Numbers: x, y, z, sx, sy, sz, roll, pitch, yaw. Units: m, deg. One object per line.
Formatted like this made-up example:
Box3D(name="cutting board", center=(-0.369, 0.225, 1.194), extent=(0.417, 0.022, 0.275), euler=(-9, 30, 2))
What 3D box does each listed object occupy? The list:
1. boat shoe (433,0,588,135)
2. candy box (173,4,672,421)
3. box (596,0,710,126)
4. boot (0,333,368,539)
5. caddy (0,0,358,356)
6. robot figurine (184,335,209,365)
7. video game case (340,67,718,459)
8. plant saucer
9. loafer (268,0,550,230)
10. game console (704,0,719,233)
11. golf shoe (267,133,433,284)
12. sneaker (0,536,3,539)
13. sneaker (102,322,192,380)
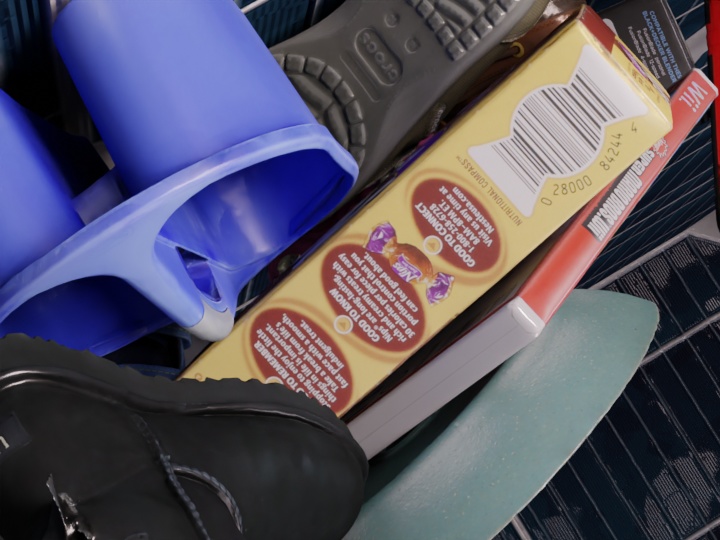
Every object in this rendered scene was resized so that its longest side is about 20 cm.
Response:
Box3D(name="boat shoe", center=(0.030, -0.076, 0.935), extent=(0.072, 0.068, 0.200), euler=(-25, 170, -43))
Box3D(name="candy box", center=(0.026, -0.013, 0.795), extent=(0.200, 0.056, 0.117), euler=(-43, -178, 12))
Box3D(name="box", center=(0.076, -0.070, 1.070), extent=(0.199, 0.060, 0.117), euler=(-23, 173, 10))
Box3D(name="boot", center=(-0.043, 0.106, 0.658), extent=(0.198, 0.163, 0.073), euler=(21, 117, -47))
Box3D(name="caddy", center=(-0.075, -0.021, 0.721), extent=(0.141, 0.105, 0.200), euler=(-31, 173, 4))
Box3D(name="robot figurine", center=(-0.115, 0.083, 1.049), extent=(0.199, 0.113, 0.170), euler=(-2, -156, 36))
Box3D(name="video game case", center=(0.060, 0.003, 0.840), extent=(0.143, 0.017, 0.200), euler=(-40, -175, 41))
Box3D(name="plant saucer", center=(0.032, 0.070, 0.822), extent=(0.200, 0.036, 0.200), euler=(-44, -175, 5))
Box3D(name="loafer", center=(0.007, -0.072, 0.843), extent=(0.200, 0.075, 0.070), euler=(-36, 167, 26))
Box3D(name="game console", center=(0.194, -0.100, 1.070), extent=(0.031, 0.178, 0.200), euler=(-3, 177, 11))
Box3D(name="golf shoe", center=(0.000, 0.000, 0.953), extent=(0.092, 0.075, 0.201), euler=(-63, 168, -54))
Box3D(name="sneaker", center=(-0.161, 0.071, 0.661), extent=(0.072, 0.200, 0.072), euler=(-50, -150, -22))
Box3D(name="sneaker", center=(-0.102, 0.044, 0.835), extent=(0.074, 0.200, 0.083), euler=(10, 111, -36))
